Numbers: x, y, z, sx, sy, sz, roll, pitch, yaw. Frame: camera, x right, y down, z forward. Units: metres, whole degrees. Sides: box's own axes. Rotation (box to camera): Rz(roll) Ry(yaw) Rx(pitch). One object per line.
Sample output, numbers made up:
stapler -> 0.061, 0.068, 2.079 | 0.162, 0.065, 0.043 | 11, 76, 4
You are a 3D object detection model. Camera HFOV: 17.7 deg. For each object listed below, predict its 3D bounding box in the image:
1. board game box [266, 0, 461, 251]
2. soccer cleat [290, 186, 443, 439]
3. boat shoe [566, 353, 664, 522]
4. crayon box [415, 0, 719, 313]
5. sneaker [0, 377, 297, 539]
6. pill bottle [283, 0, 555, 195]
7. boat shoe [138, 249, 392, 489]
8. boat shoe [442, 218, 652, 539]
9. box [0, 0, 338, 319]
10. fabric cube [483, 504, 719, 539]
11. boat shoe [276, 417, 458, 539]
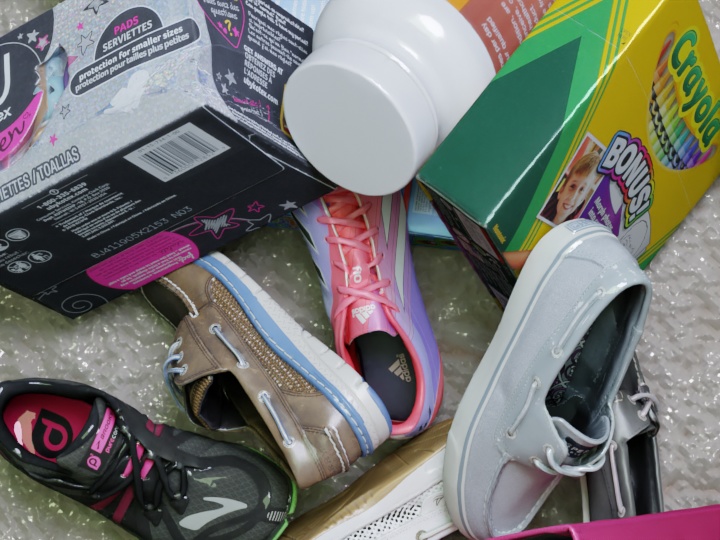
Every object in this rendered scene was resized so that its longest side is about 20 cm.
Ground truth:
board game box -> -0.020, -0.099, 1.382 | 0.198, 0.037, 0.153 | 8, 79, 4
soccer cleat -> 0.000, 0.000, 1.314 | 0.066, 0.076, 0.202 | -17, 97, 8
boat shoe -> 0.154, 0.118, 1.301 | 0.057, 0.067, 0.202 | -2, 90, 29
crayon box -> 0.128, -0.063, 1.280 | 0.058, 0.200, 0.173 | 36, 83, 28
sneaker -> -0.132, 0.113, 1.313 | 0.198, 0.084, 0.077 | 16, 82, 15
pill bottle -> 0.044, -0.132, 1.271 | 0.112, 0.113, 0.200 | 33, 51, 9
boat shoe -> -0.073, 0.051, 1.302 | 0.072, 0.073, 0.200 | -39, 48, -20
boat shoe -> 0.102, 0.074, 1.242 | 0.072, 0.070, 0.202 | 45, 126, 44
box -> -0.134, -0.077, 1.290 | 0.199, 0.132, 0.116 | -26, 58, 26
fabric cube -> 0.095, 0.234, 1.184 | 0.199, 0.199, 0.198 | -16, 81, 33
boat shoe -> -0.003, 0.165, 1.311 | 0.199, 0.071, 0.070 | -33, 100, 1
